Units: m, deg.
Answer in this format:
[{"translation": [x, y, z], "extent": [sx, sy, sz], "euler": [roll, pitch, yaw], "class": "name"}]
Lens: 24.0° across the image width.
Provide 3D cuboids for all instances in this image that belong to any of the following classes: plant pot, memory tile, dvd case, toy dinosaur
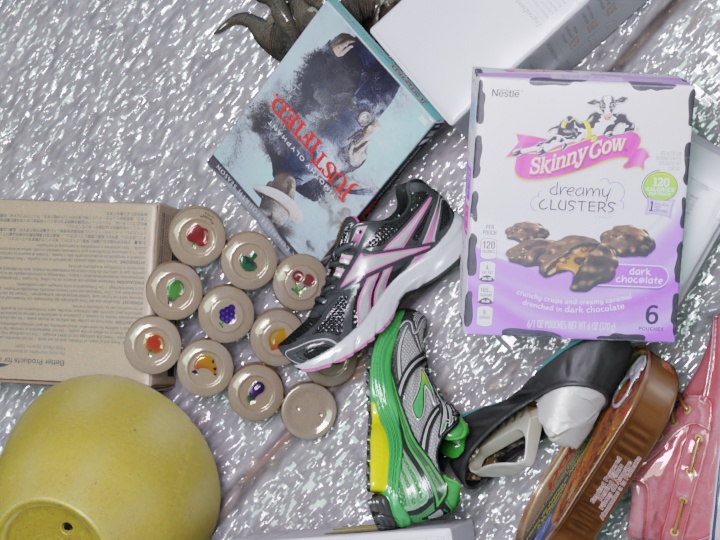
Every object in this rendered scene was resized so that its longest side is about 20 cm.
[{"translation": [-0.233, 0.207, 1.428], "extent": [0.198, 0.142, 0.202], "euler": [4, 108, 12], "class": "plant pot"}, {"translation": [-0.093, 0.047, 1.462], "extent": [0.199, 0.017, 0.154], "euler": [24, 91, -11], "class": "memory tile"}, {"translation": [-0.034, -0.111, 1.459], "extent": [0.146, 0.022, 0.200], "euler": [49, 123, 12], "class": "dvd case"}, {"translation": [-0.047, -0.220, 1.479], "extent": [0.198, 0.077, 0.103], "euler": [-18, 105, 22], "class": "toy dinosaur"}]

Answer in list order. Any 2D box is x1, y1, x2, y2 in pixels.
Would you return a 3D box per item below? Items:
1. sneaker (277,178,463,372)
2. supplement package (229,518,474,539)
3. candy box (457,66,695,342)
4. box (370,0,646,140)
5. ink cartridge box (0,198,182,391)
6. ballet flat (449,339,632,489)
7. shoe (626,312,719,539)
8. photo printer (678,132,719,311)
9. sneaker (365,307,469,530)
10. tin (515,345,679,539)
[{"translation": [0.000, 0.000, 1.430], "extent": [0.200, 0.080, 0.087], "euler": [-42, 102, -16], "class": "sneaker"}, {"translation": [-0.006, 0.271, 1.414], "extent": [0.198, 0.114, 0.111], "euler": [-6, 85, 12], "class": "supplement package"}, {"translation": [0.164, -0.052, 1.309], "extent": [0.166, 0.072, 0.202], "euler": [2, 103, 0], "class": "candy box"}, {"translation": [0.127, -0.213, 1.399], "extent": [0.200, 0.152, 0.107], "euler": [-41, 78, 7], "class": "box"}, {"translation": [-0.265, 0.021, 1.518], "extent": [0.198, 0.075, 0.167], "euler": [2, 88, 13], "class": "ink cartridge box"}, {"translation": [0.149, 0.123, 1.383], "extent": [0.200, 0.068, 0.069], "euler": [-38, 42, 36], "class": "ballet flat"}, {"translation": [0.266, 0.127, 1.379], "extent": [0.090, 0.071, 0.202], "euler": [5, 90, 11], "class": "shoe"}, {"translation": [0.203, -0.060, 1.409], "extent": [0.199, 0.069, 0.167], "euler": [30, 94, 13], "class": "photo printer"}, {"translation": [0.049, 0.122, 1.411], "extent": [0.084, 0.078, 0.202], "euler": [-5, 57, 6], "class": "sneaker"}, {"translation": [0.192, 0.155, 1.374], "extent": [0.042, 0.112, 0.201], "euler": [30, 98, -11], "class": "tin"}]
